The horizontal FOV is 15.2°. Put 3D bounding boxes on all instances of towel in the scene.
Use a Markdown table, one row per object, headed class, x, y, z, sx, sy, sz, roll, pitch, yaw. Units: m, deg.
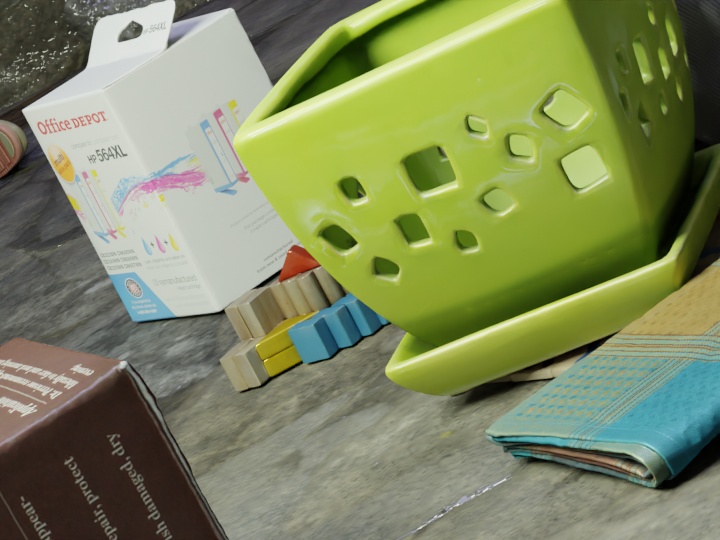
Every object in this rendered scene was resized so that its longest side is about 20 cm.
| class | x | y | z | sx | sy | sz | roll | pitch | yaw |
| --- | --- | --- | --- | --- | --- | --- | --- | --- | --- |
| towel | 0.168 | 0.032 | 1.247 | 0.200 | 0.022 | 0.147 | -35 | 16 | -22 |

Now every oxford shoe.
| class | x | y | z | sx | sy | sz | roll | pitch | yaw |
| --- | --- | --- | --- | --- | --- | --- | --- | --- | --- |
| oxford shoe | -0.397 | -0.139 | 2.903 | 0.074 | 0.071 | 0.200 | -32 | 14 | -28 |

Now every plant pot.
| class | x | y | z | sx | sy | sz | roll | pitch | yaw |
| --- | --- | --- | --- | --- | --- | --- | --- | --- | --- |
| plant pot | 0.079 | -0.059 | 1.401 | 0.199 | 0.182 | 0.200 | -22 | 14 | 24 |

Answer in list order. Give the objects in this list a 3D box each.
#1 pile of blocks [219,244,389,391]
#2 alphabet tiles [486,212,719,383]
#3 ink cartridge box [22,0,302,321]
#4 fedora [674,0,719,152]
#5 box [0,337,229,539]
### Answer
| class | x | y | z | sx | sy | sz | roll | pitch | yaw |
| --- | --- | --- | --- | --- | --- | --- | --- | --- | --- |
| pile of blocks | 0.000 | 0.000 | 1.624 | 0.200 | 0.062 | 0.082 | -30 | 13 | -7 |
| alphabet tiles | 0.171 | 0.007 | 1.381 | 0.167 | 0.008 | 0.200 | -37 | 16 | -33 |
| ink cartridge box | -0.131 | -0.083 | 1.890 | 0.125 | 0.200 | 0.128 | -36 | 15 | -31 |
| fedora | 0.211 | -0.135 | 1.499 | 0.177 | 0.200 | 0.090 | -40 | 46 | -14 |
| box | -0.168 | 0.151 | 1.176 | 0.200 | 0.165 | 0.166 | -33 | 15 | -18 |
